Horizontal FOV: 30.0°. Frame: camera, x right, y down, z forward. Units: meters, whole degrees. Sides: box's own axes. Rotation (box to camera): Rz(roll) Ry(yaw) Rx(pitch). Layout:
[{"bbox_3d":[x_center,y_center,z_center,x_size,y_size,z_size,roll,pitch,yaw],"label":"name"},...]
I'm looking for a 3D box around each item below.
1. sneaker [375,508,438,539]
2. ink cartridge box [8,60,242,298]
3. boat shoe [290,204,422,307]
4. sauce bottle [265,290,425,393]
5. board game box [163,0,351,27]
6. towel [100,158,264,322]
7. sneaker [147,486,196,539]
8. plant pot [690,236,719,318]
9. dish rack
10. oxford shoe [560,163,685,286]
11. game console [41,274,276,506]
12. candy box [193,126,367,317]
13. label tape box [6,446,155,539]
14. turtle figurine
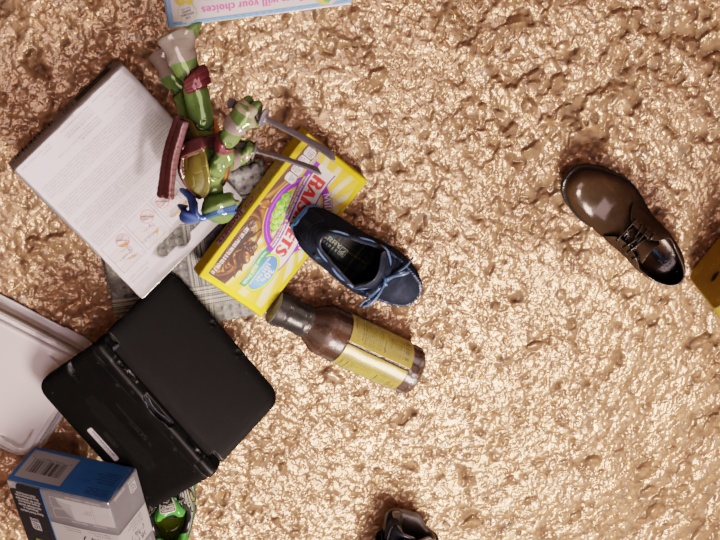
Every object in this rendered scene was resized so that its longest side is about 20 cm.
[{"bbox_3d":[0.008,0.377,1.703,0.200,0.077,0.148,-9,127,-17],"label":"sneaker"},{"bbox_3d":[-0.252,-0.098,1.453,0.163,0.057,0.200,-44,117,-5],"label":"ink cartridge box"},{"bbox_3d":[0.000,0.000,1.528,0.199,0.069,0.085,24,103,-37],"label":"boat shoe"},{"bbox_3d":[-0.018,0.080,1.579,0.198,0.065,0.065,28,106,-22],"label":"sauce bottle"},{"bbox_3d":[-0.113,-0.334,1.399,0.197,0.034,0.136,-8,115,-7],"label":"board game box"},{"bbox_3d":[-0.198,-0.026,1.526,0.197,0.035,0.195,-9,118,-9],"label":"towel"},{"bbox_3d":[-0.225,0.247,1.606,0.077,0.085,0.203,-7,114,-7],"label":"sneaker"},{"bbox_3d":[0.511,0.023,1.593,0.175,0.200,0.201,34,104,-11],"label":"plant pot"},{"bbox_3d":[-0.421,0.120,1.538,0.199,0.044,0.172,30,105,-20],"label":"dish rack"},{"bbox_3d":[0.316,-0.053,1.576,0.199,0.085,0.073,36,105,-21],"label":"oxford shoe"},{"bbox_3d":[-0.230,0.140,1.538,0.175,0.117,0.201,-31,106,32],"label":"game console"},{"bbox_3d":[-0.089,-0.052,1.510,0.102,0.026,0.201,34,96,-36],"label":"candy box"},{"bbox_3d":[-0.316,0.312,1.578,0.142,0.063,0.202,8,127,23],"label":"label tape box"},{"bbox_3d":[-0.130,-0.161,1.401,0.198,0.144,0.196,-24,91,16],"label":"turtle figurine"}]
